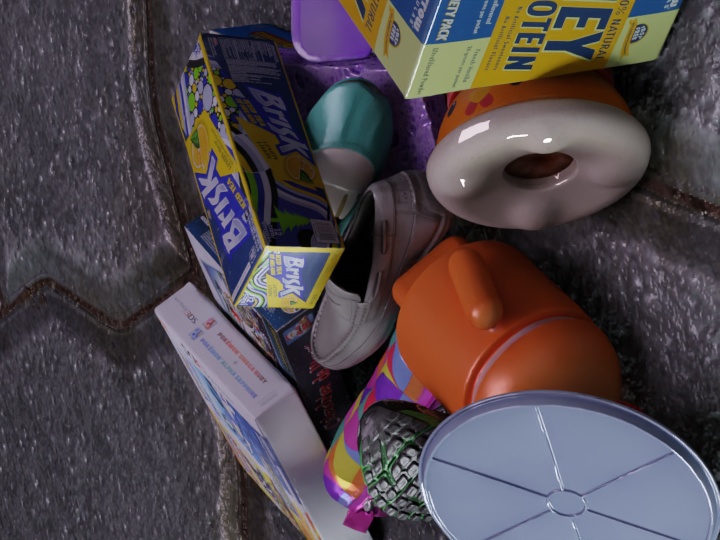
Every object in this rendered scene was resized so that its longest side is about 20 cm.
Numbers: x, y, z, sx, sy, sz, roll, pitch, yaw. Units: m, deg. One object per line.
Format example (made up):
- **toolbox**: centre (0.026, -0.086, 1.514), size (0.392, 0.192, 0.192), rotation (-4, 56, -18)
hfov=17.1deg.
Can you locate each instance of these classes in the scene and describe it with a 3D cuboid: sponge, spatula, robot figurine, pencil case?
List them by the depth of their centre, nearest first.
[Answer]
- **robot figurine**: centre (0.100, 0.057, 1.626), size (0.200, 0.116, 0.144), rotation (46, 135, 44)
- **spatula**: centre (0.037, -0.181, 1.679), size (0.199, 0.021, 0.057), rotation (-3, 83, 34)
- **sponge**: centre (-0.018, -0.107, 1.760), size (0.199, 0.030, 0.112), rotation (7, 124, 38)
- **pencil case**: centre (0.035, 0.110, 1.794), size (0.089, 0.088, 0.200), rotation (61, 146, 30)

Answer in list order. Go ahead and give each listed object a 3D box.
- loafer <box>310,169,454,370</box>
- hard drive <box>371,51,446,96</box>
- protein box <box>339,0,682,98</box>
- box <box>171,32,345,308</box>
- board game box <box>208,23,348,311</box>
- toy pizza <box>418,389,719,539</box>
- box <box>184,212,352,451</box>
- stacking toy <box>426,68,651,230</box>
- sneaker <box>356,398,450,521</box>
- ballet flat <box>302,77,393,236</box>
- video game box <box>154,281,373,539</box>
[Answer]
- **loafer**: centre (0.000, 0.000, 1.726), size (0.200, 0.069, 0.070), rotation (-62, 39, 42)
- **hard drive**: centre (0.023, -0.218, 1.758), size (0.140, 0.038, 0.201), rotation (-40, 65, 57)
- **protein box**: centre (0.081, -0.233, 1.486), size (0.200, 0.198, 0.135), rotation (57, 144, 34)
- **box**: centre (-0.074, -0.071, 1.685), size (0.070, 0.064, 0.201), rotation (-61, 37, 43)
- **board game box**: centre (-0.052, -0.081, 1.914), size (0.200, 0.056, 0.197), rotation (29, 123, 54)
- **toy pizza**: centre (0.137, 0.141, 1.556), size (0.201, 0.199, 0.032), rotation (117, 173, -47)
- **box**: centre (-0.066, 0.054, 1.897), size (0.137, 0.038, 0.200), rotation (46, 165, 36)
- **stacking toy**: centre (0.106, -0.140, 1.574), size (0.146, 0.145, 0.201), rotation (128, 142, -53)
- **sneaker**: centre (0.052, 0.130, 1.677), size (0.078, 0.200, 0.085), rotation (-35, 57, 14)
- **ballet flat**: centre (-0.025, -0.053, 1.726), size (0.200, 0.067, 0.071), rotation (118, 164, -50)
- **video game box**: centre (-0.077, 0.128, 1.942), size (0.182, 0.047, 0.200), rotation (46, 165, 49)
